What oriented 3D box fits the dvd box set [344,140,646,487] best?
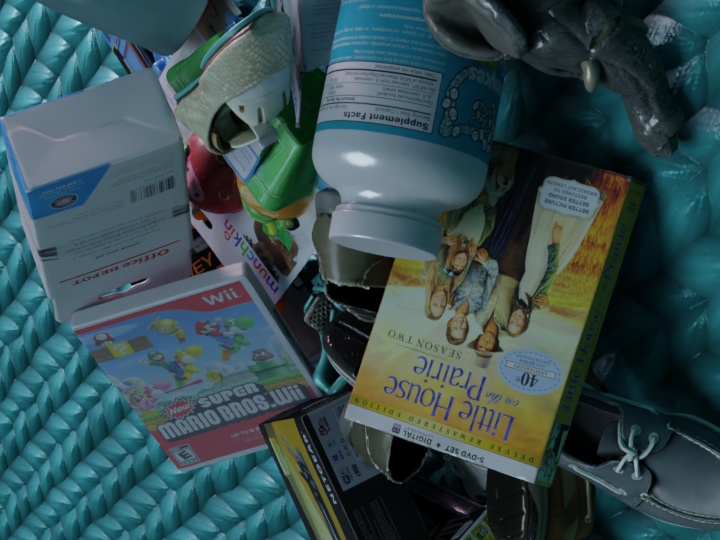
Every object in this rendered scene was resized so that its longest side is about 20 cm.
[{"bbox_3d":[0.083,0.021,1.461,0.146,0.029,0.201,18,88,30],"label":"dvd box set"}]

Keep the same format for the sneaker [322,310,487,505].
[{"bbox_3d":[0.055,0.113,1.677,0.200,0.076,0.116,29,145,17],"label":"sneaker"}]

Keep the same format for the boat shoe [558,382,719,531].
[{"bbox_3d":[0.164,0.115,1.468,0.200,0.062,0.073,26,104,20],"label":"boat shoe"}]

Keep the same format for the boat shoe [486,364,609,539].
[{"bbox_3d":[0.130,0.092,1.569,0.076,0.074,0.201,-160,71,-67],"label":"boat shoe"}]

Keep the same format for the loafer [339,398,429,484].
[{"bbox_3d":[0.059,0.067,1.546,0.200,0.075,0.070,-58,45,34],"label":"loafer"}]

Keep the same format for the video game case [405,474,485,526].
[{"bbox_3d":[0.066,0.204,1.784,0.200,0.019,0.143,21,153,55],"label":"video game case"}]

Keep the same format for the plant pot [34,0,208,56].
[{"bbox_3d":[-0.187,-0.271,1.637,0.201,0.160,0.201,-165,90,-70],"label":"plant pot"}]

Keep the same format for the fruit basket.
[{"bbox_3d":[-0.092,-0.083,1.682,0.185,0.094,0.200,53,135,12],"label":"fruit basket"}]

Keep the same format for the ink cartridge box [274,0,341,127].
[{"bbox_3d":[-0.037,-0.231,1.538,0.200,0.040,0.200,-102,8,-51],"label":"ink cartridge box"}]

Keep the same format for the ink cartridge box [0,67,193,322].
[{"bbox_3d":[-0.186,-0.050,1.657,0.200,0.116,0.067,94,154,-62],"label":"ink cartridge box"}]

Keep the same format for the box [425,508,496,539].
[{"bbox_3d":[0.093,0.231,1.691,0.110,0.035,0.200,44,163,-2],"label":"box"}]

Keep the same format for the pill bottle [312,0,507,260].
[{"bbox_3d":[0.032,-0.111,1.436,0.111,0.111,0.201,0,78,61],"label":"pill bottle"}]

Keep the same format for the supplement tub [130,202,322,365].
[{"bbox_3d":[-0.114,0.008,1.857,0.200,0.122,0.123,54,152,3],"label":"supplement tub"}]

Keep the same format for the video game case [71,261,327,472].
[{"bbox_3d":[-0.113,0.077,1.760,0.200,0.143,0.017,60,-161,-46],"label":"video game case"}]

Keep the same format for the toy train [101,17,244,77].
[{"bbox_3d":[-0.130,-0.160,1.817,0.200,0.087,0.114,56,161,12],"label":"toy train"}]

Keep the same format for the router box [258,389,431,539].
[{"bbox_3d":[0.002,0.189,1.697,0.200,0.052,0.157,65,165,0],"label":"router box"}]

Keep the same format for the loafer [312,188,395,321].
[{"bbox_3d":[0.000,0.000,1.576,0.075,0.070,0.200,9,168,14],"label":"loafer"}]

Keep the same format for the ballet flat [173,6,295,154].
[{"bbox_3d":[-0.073,-0.119,1.508,0.062,0.067,0.200,56,164,-1],"label":"ballet flat"}]

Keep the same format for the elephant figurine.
[{"bbox_3d":[0.103,-0.169,1.349,0.200,0.141,0.156,77,-179,-53],"label":"elephant figurine"}]

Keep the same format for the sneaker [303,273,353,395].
[{"bbox_3d":[-0.001,0.013,1.712,0.078,0.091,0.201,28,133,49],"label":"sneaker"}]
